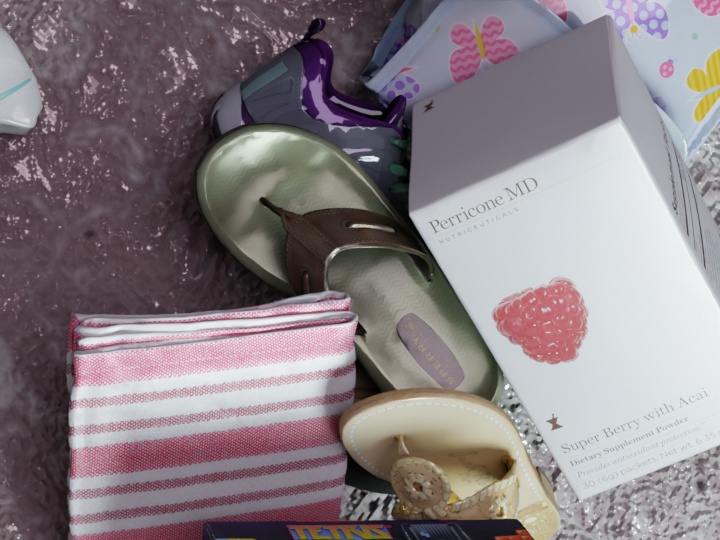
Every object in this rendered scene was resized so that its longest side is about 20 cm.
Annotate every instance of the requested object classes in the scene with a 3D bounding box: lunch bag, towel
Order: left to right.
[{"bbox_3d":[-0.078,0.104,1.090,0.145,0.030,0.201,-5,122,-17],"label":"towel"},{"bbox_3d":[0.119,-0.125,1.205,0.169,0.127,0.200,42,82,-14],"label":"lunch bag"}]

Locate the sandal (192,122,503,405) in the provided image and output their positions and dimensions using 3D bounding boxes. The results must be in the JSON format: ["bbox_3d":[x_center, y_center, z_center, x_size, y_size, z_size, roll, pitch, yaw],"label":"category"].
[{"bbox_3d":[0.001,0.000,1.103,0.201,0.057,0.080,44,84,-4],"label":"sandal"}]

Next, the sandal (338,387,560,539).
[{"bbox_3d":[0.060,0.127,1.120,0.077,0.212,0.070,-23,60,15],"label":"sandal"}]

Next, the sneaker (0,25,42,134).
[{"bbox_3d":[-0.238,-0.051,1.069,0.200,0.070,0.080,-43,105,-22],"label":"sneaker"}]

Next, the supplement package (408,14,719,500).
[{"bbox_3d":[0.121,-0.006,1.130,0.121,0.120,0.201,-24,118,17],"label":"supplement package"}]

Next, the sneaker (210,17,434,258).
[{"bbox_3d":[0.013,-0.038,1.158,0.087,0.074,0.200,-40,103,15],"label":"sneaker"}]

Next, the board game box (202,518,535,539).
[{"bbox_3d":[-0.002,0.224,1.067,0.164,0.057,0.202,2,106,-15],"label":"board game box"}]

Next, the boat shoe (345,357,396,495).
[{"bbox_3d":[-0.036,0.066,1.151,0.199,0.076,0.074,14,48,-24],"label":"boat shoe"}]
